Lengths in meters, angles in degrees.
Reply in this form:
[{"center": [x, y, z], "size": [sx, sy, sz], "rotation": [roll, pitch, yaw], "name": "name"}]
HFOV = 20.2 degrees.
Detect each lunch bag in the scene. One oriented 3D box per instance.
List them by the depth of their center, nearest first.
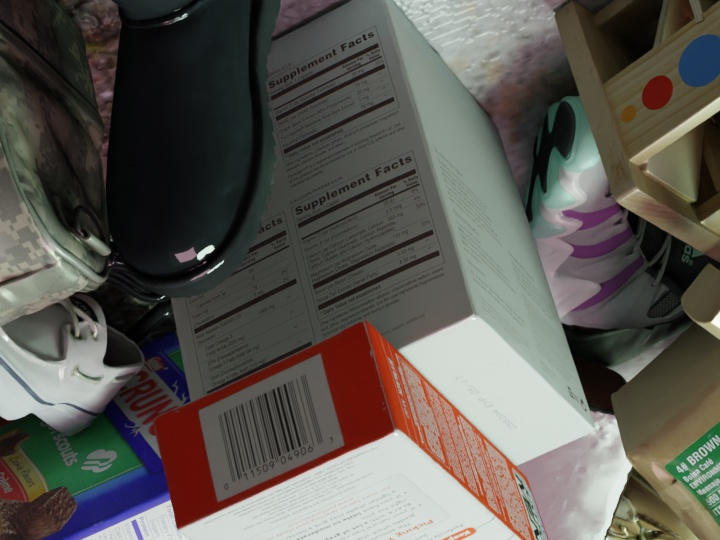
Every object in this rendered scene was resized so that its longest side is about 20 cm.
[{"center": [-0.216, -0.032, 0.915], "size": [0.200, 0.168, 0.139], "rotation": [-23, 146, 12], "name": "lunch bag"}]

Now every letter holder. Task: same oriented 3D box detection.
[{"center": [0.056, 0.084, 1.250], "size": [0.199, 0.142, 0.101], "rotation": [14, 108, -12], "name": "letter holder"}]

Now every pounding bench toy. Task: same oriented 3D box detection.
[{"center": [0.215, -0.074, 0.999], "size": [0.156, 0.200, 0.124], "rotation": [-34, 140, 28], "name": "pounding bench toy"}]

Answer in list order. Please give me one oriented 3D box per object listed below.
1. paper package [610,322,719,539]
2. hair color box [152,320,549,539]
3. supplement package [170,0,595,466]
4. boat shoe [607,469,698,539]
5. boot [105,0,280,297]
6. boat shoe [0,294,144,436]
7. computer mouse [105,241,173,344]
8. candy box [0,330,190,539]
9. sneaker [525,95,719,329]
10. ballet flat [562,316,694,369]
[{"center": [0.243, 0.054, 1.090], "size": [0.200, 0.104, 0.191], "rotation": [-42, -179, 8], "name": "paper package"}, {"center": [0.003, 0.108, 0.941], "size": [0.111, 0.064, 0.200], "rotation": [-25, 144, 13], "name": "hair color box"}, {"center": [0.000, 0.000, 1.022], "size": [0.150, 0.200, 0.152], "rotation": [-25, 146, 16], "name": "supplement package"}, {"center": [0.170, 0.150, 1.327], "size": [0.073, 0.200, 0.063], "rotation": [29, 89, -32], "name": "boat shoe"}, {"center": [-0.099, -0.109, 0.835], "size": [0.076, 0.201, 0.168], "rotation": [-3, 156, 27], "name": "boot"}, {"center": [-0.165, 0.034, 1.048], "size": [0.067, 0.074, 0.200], "rotation": [-38, 168, 0], "name": "boat shoe"}, {"center": [-0.192, 0.033, 1.143], "size": [0.140, 0.046, 0.200], "rotation": [12, 135, -45], "name": "computer mouse"}, {"center": [-0.149, 0.128, 1.135], "size": [0.200, 0.169, 0.077], "rotation": [-23, 117, -12], "name": "candy box"}, {"center": [0.160, -0.025, 1.136], "size": [0.139, 0.078, 0.200], "rotation": [10, 154, 0], "name": "sneaker"}, {"center": [0.198, 0.001, 1.234], "size": [0.200, 0.068, 0.068], "rotation": [-33, 134, 24], "name": "ballet flat"}]
